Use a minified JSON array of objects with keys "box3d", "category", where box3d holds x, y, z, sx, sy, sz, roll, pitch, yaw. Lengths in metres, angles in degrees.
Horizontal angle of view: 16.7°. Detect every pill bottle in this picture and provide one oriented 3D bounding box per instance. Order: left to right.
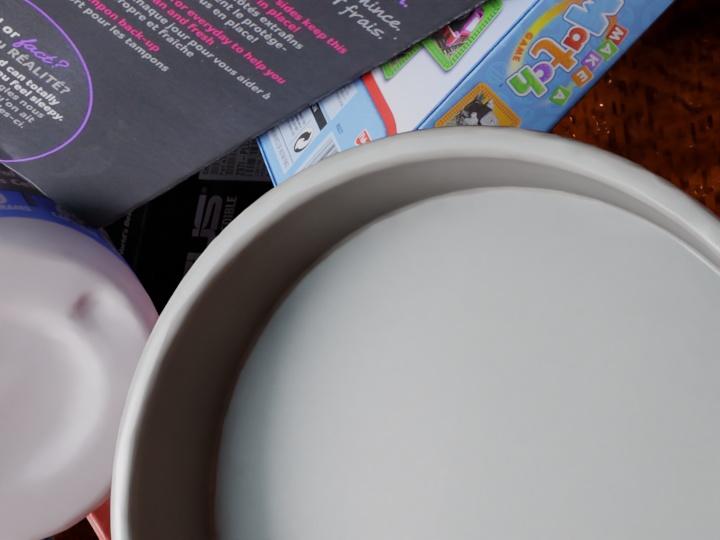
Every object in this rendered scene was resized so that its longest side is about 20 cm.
[{"box3d":[-0.146,0.000,0.838,0.200,0.113,0.114,48,127,57],"category":"pill bottle"}]

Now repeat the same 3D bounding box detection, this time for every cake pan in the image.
[{"box3d":[0.033,0.064,0.614,0.200,0.037,0.201,1,92,23],"category":"cake pan"}]

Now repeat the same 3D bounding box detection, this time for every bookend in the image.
[{"box3d":[0.070,0.115,0.670,0.198,0.092,0.201,2,92,23],"category":"bookend"}]

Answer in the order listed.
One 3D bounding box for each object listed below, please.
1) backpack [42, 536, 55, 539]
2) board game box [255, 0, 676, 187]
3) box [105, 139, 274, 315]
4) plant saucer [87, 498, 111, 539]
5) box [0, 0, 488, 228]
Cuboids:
[{"box3d":[-0.178,0.157,0.990,0.163,0.200,0.154,-41,35,-11],"category":"backpack"},{"box3d":[0.045,-0.103,0.722,0.200,0.037,0.151,-47,29,14],"category":"board game box"},{"box3d":[-0.092,-0.032,0.952,0.164,0.086,0.201,31,114,48],"category":"box"},{"box3d":[0.002,0.092,0.817,0.200,0.037,0.200,-33,88,44],"category":"plant saucer"},{"box3d":[-0.047,-0.116,0.707,0.200,0.122,0.106,-27,37,40],"category":"box"}]
